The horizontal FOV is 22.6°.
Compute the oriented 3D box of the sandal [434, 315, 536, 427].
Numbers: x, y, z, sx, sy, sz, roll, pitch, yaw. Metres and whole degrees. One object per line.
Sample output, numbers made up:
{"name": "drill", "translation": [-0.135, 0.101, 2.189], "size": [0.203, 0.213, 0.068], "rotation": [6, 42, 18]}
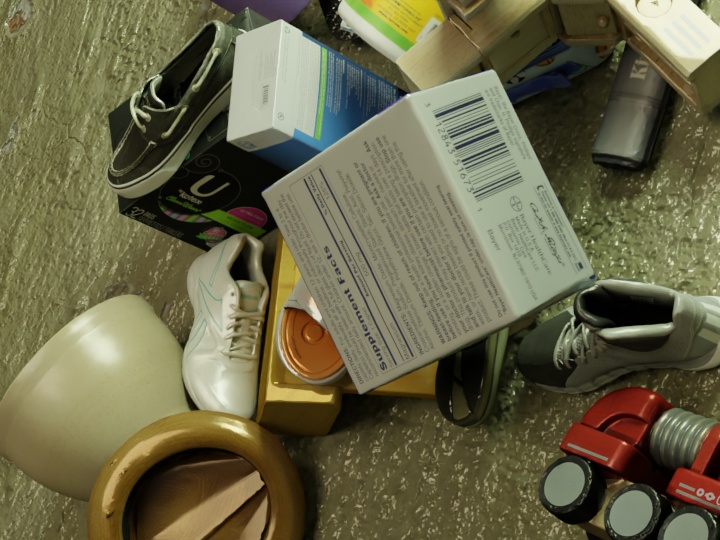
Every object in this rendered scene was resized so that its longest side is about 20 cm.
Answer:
{"name": "sandal", "translation": [0.113, 0.032, 1.492], "size": [0.080, 0.057, 0.202], "rotation": [15, 90, 57]}

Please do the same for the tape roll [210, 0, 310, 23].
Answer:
{"name": "tape roll", "translation": [-0.079, -0.340, 1.768], "size": [0.200, 0.085, 0.200], "rotation": [-48, 26, 32]}

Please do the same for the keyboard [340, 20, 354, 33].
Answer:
{"name": "keyboard", "translation": [0.055, -0.220, 1.588], "size": [0.200, 0.011, 0.056], "rotation": [25, 90, 45]}

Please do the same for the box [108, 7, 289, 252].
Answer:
{"name": "box", "translation": [-0.118, -0.126, 1.714], "size": [0.200, 0.148, 0.125], "rotation": [-32, 53, 30]}

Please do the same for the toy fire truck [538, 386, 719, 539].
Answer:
{"name": "toy fire truck", "translation": [0.240, 0.116, 1.299], "size": [0.176, 0.129, 0.200], "rotation": [19, 75, 47]}

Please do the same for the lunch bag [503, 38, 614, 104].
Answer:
{"name": "lunch bag", "translation": [0.130, -0.221, 1.571], "size": [0.200, 0.075, 0.161], "rotation": [-23, 60, 37]}

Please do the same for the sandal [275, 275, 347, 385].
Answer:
{"name": "sandal", "translation": [-0.007, -0.004, 1.512], "size": [0.079, 0.059, 0.207], "rotation": [28, 76, 12]}

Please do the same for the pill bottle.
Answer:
{"name": "pill bottle", "translation": [0.081, -0.263, 1.496], "size": [0.200, 0.111, 0.111], "rotation": [-53, 45, 11]}

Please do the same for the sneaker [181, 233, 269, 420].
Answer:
{"name": "sneaker", "translation": [-0.122, 0.052, 1.684], "size": [0.080, 0.070, 0.201], "rotation": [-41, 45, 43]}

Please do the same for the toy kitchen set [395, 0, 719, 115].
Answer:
{"name": "toy kitchen set", "translation": [0.150, -0.173, 1.382], "size": [0.200, 0.163, 0.181], "rotation": [-40, 63, -2]}

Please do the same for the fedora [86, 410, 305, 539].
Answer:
{"name": "fedora", "translation": [-0.143, 0.220, 1.615], "size": [0.200, 0.082, 0.202], "rotation": [0, 87, 5]}

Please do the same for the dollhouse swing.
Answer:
{"name": "dollhouse swing", "translation": [0.007, 0.041, 1.606], "size": [0.182, 0.175, 0.201], "rotation": [111, 165, -71]}

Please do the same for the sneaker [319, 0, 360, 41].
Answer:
{"name": "sneaker", "translation": [0.036, -0.279, 1.697], "size": [0.200, 0.090, 0.070], "rotation": [-41, 70, 57]}

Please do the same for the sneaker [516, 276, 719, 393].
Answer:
{"name": "sneaker", "translation": [0.179, 0.040, 1.379], "size": [0.200, 0.115, 0.075], "rotation": [-14, 65, 39]}

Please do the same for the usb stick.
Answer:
{"name": "usb stick", "translation": [0.239, -0.176, 1.473], "size": [0.055, 0.033, 0.201], "rotation": [12, 81, 43]}

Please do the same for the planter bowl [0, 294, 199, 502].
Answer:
{"name": "planter bowl", "translation": [-0.229, 0.143, 1.697], "size": [0.135, 0.200, 0.200], "rotation": [42, 105, 18]}

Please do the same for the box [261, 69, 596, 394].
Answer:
{"name": "box", "translation": [0.050, -0.027, 1.392], "size": [0.200, 0.105, 0.184], "rotation": [-29, 86, 47]}

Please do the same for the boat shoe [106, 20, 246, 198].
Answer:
{"name": "boat shoe", "translation": [-0.174, -0.149, 1.623], "size": [0.200, 0.064, 0.071], "rotation": [-46, 49, 20]}

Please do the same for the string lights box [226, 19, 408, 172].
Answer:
{"name": "string lights box", "translation": [-0.024, -0.131, 1.588], "size": [0.059, 0.200, 0.103], "rotation": [-13, 63, 39]}
